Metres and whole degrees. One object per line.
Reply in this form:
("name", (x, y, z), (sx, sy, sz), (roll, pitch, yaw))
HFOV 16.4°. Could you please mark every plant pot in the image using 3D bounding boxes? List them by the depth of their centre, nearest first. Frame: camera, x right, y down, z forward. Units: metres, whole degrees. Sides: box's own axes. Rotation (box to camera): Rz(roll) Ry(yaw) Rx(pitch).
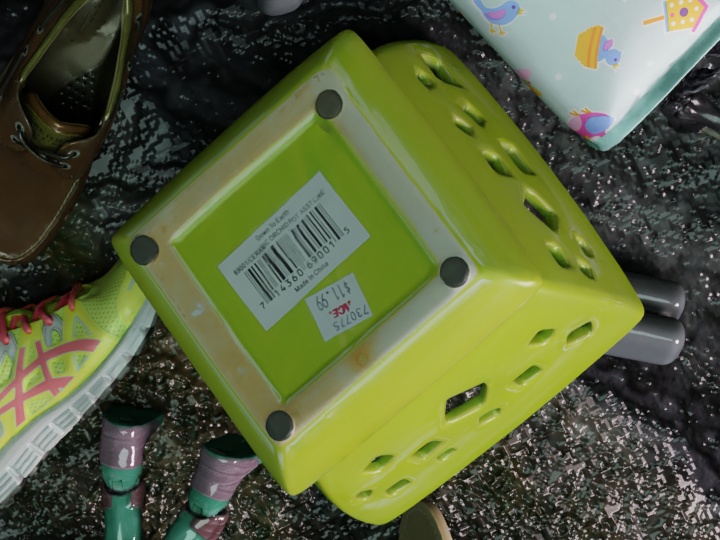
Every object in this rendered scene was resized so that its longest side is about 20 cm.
("plant pot", (0.000, 0.000, 1.306), (0.200, 0.181, 0.199), (-40, 73, 13))

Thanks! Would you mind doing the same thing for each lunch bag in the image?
("lunch bag", (0.135, -0.192, 1.313), (0.200, 0.122, 0.170), (-42, 106, 6))

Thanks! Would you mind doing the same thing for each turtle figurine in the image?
("turtle figurine", (-0.124, 0.187, 1.461), (0.149, 0.101, 0.201), (12, 104, -6))

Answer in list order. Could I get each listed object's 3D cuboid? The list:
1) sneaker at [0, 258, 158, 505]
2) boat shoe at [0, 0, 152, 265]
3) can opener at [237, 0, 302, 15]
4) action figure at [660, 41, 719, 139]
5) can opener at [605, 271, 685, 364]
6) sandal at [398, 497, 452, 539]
("sneaker", (-0.185, 0.047, 1.415), (0.090, 0.078, 0.200), (41, 102, -8))
("boat shoe", (-0.172, -0.087, 1.367), (0.072, 0.068, 0.201), (18, 110, -10))
("can opener", (-0.053, -0.155, 1.278), (0.052, 0.200, 0.067), (-13, 90, 3))
("action figure", (0.259, -0.050, 1.376), (0.200, 0.102, 0.119), (42, 77, -12))
("can opener", (0.085, 0.023, 1.437), (0.199, 0.054, 0.067), (11, 142, -6))
("sandal", (0.076, 0.224, 1.501), (0.069, 0.078, 0.213), (-16, 108, -22))
